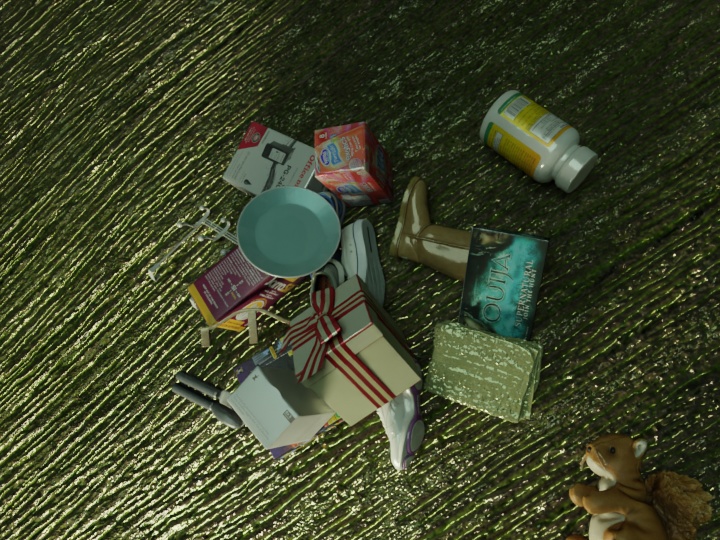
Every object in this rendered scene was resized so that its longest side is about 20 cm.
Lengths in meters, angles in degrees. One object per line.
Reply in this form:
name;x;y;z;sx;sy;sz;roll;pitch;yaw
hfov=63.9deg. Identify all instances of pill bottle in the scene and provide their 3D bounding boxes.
pill bottle;0.329;-0.235;1.068;0.200;0.113;0.113;42;93;22

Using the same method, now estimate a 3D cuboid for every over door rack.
over door rack;-0.351;-0.037;1.251;0.147;0.067;0.200;30;75;22

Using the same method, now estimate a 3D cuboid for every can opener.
can opener;-0.311;0.263;1.194;0.199;0.066;0.053;20;86;26

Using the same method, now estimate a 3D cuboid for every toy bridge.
toy bridge;-0.206;0.106;1.112;0.198;0.027;0.068;-4;91;-5

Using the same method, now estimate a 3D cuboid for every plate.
plate;-0.137;-0.073;1.112;0.199;0.026;0.201;3;64;-5

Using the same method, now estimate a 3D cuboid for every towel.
towel;0.219;0.179;1.039;0.199;0.036;0.149;13;96;20

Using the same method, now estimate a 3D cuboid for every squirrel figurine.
squirrel figurine;0.434;0.358;0.908;0.198;0.142;0.188;7;69;5

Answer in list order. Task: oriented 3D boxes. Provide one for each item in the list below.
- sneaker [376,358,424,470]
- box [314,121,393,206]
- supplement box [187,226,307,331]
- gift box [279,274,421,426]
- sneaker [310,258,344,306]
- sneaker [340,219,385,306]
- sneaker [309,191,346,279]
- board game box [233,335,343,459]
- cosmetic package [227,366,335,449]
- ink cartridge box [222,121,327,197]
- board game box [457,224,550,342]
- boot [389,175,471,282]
sneaker;0.066;0.263;1.073;0.099;0.075;0.201;-7;71;30
box;-0.008;-0.199;1.123;0.102;0.200;0.095;-5;78;18
supplement box;-0.226;0.023;1.183;0.200;0.131;0.103;-39;71;7
gift box;-0.029;0.145;1.024;0.200;0.187;0.185;-37;29;4
sneaker;-0.069;0.080;1.128;0.073;0.079;0.202;-2;100;16
sneaker;0.000;0.000;1.155;0.070;0.073;0.201;-18;69;36
sneaker;-0.079;-0.067;1.180;0.073;0.082;0.202;0;80;17
board game box;-0.137;0.240;1.143;0.165;0.057;0.201;-33;70;7
cosmetic package;-0.130;0.236;1.005;0.081;0.200;0.113;-47;69;4
ink cartridge box;-0.171;-0.211;1.241;0.199;0.083;0.146;27;87;22
board game box;0.252;0.029;1.035;0.134;0.028;0.201;12;108;20
boot;0.171;-0.076;1.113;0.199;0.066;0.176;16;95;21
